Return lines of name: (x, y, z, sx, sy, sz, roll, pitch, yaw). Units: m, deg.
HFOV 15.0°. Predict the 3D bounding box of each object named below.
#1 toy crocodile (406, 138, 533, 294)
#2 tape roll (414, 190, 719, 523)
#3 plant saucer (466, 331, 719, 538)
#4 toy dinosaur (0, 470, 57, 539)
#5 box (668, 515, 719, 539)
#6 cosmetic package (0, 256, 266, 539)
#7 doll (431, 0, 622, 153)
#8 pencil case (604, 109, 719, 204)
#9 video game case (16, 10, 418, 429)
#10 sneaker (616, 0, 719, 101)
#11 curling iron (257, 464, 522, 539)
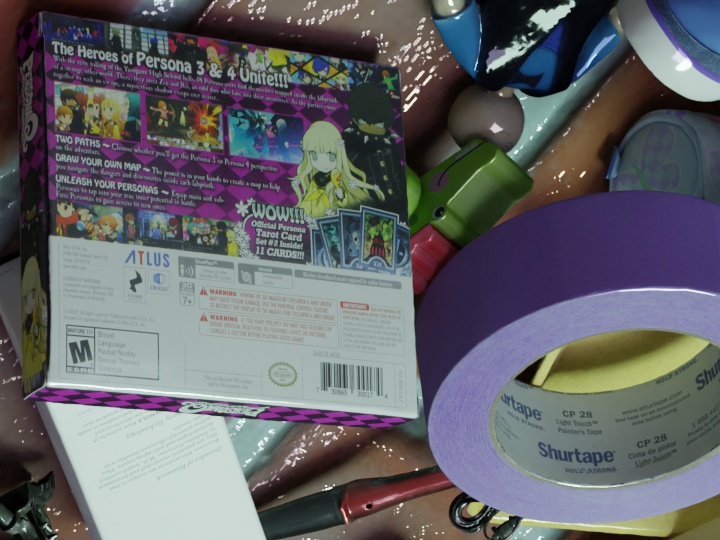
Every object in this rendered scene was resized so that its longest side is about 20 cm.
toy crocodile: (0.000, 0.000, 1.408, 0.199, 0.062, 0.068, -31, 134, 14)
tape roll: (0.129, 0.048, 1.406, 0.199, 0.066, 0.201, -5, 140, -4)
plant saucer: (0.176, 0.073, 1.532, 0.199, 0.049, 0.200, 6, 139, -16)
toy dinosaur: (-0.173, 0.186, 1.425, 0.102, 0.136, 0.200, -26, 177, -25)
box: (0.189, 0.218, 1.611, 0.078, 0.095, 0.200, 24, 138, -37)
cosmetic package: (-0.114, 0.085, 1.400, 0.084, 0.108, 0.201, -25, 134, -8)
doll: (0.092, -0.140, 1.363, 0.136, 0.049, 0.201, 0, 132, -34)
pencil case: (0.230, -0.029, 1.493, 0.199, 0.083, 0.091, 9, 102, -32)
video game case: (-0.067, -0.021, 1.305, 0.199, 0.182, 0.036, 6, 163, -30)
sneaker: (0.224, -0.159, 1.341, 0.146, 0.081, 0.200, -41, 165, 34)
curling iron: (0.000, 0.137, 1.517, 0.199, 0.050, 0.026, -9, 176, 3)
